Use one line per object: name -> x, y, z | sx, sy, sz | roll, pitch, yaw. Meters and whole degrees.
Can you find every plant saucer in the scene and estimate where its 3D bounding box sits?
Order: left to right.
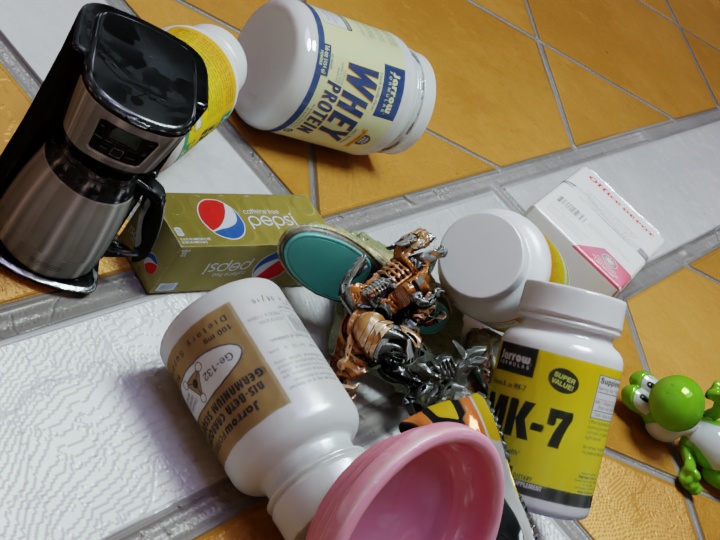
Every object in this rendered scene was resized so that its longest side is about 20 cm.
plant saucer -> 0.026, 0.201, 0.974 | 0.051, 0.201, 0.200 | 25, 18, 38

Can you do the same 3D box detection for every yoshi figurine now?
yoshi figurine -> 0.381, 0.179, 1.438 | 0.200, 0.112, 0.112 | 34, 38, -4

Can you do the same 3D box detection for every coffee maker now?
coffee maker -> -0.227, -0.115, 1.075 | 0.134, 0.200, 0.192 | 6, 45, -43

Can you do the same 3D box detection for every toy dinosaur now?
toy dinosaur -> 0.025, 0.063, 1.172 | 0.136, 0.200, 0.102 | 36, 3, -15

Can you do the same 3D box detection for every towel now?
towel -> 0.038, 0.050, 1.303 | 0.148, 0.037, 0.200 | 31, 32, -15

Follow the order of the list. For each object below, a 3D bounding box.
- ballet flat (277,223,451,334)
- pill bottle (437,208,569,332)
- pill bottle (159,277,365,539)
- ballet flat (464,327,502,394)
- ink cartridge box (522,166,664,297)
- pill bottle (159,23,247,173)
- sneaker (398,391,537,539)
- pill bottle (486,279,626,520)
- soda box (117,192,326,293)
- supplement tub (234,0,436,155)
ballet flat -> 0.000, 0.000, 1.229 | 0.200, 0.071, 0.071 | 27, 33, -29
pill bottle -> 0.140, 0.000, 1.299 | 0.111, 0.111, 0.200 | 51, 8, 18
pill bottle -> -0.067, 0.114, 1.035 | 0.114, 0.114, 0.200 | -4, 52, -49
ballet flat -> 0.162, 0.122, 1.317 | 0.075, 0.064, 0.200 | 18, 37, -34
ink cartridge box -> 0.274, -0.032, 1.610 | 0.147, 0.083, 0.200 | 44, 32, 8
pill bottle -> -0.186, -0.175, 1.278 | 0.113, 0.113, 0.200 | 38, 31, -2
sneaker -> 0.089, 0.201, 1.090 | 0.090, 0.070, 0.200 | -13, 58, -4
pill bottle -> 0.173, 0.116, 1.186 | 0.114, 0.201, 0.114 | 13, -3, 1
soda box -> -0.118, -0.027, 1.209 | 0.200, 0.064, 0.068 | -2, 50, -48
supplement tub -> -0.029, -0.209, 1.455 | 0.200, 0.145, 0.145 | 11, 41, -38
